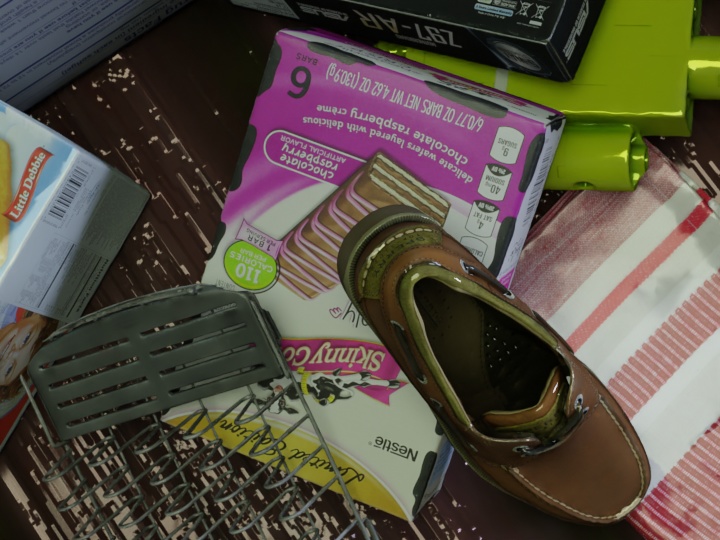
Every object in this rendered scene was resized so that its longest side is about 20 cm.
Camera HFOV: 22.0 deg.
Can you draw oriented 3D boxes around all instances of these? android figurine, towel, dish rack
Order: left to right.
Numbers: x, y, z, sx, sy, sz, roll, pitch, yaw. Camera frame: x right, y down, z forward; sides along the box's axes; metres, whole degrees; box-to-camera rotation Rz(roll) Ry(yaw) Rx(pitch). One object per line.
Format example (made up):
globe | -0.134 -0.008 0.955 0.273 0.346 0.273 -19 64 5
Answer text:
dish rack | -0.076 0.109 0.863 0.153 0.055 0.200 -19 102 25
android figurine | 0.103 -0.127 0.904 0.200 0.041 0.182 1 76 18
towel | 0.154 0.047 0.892 0.200 0.023 0.144 43 92 12

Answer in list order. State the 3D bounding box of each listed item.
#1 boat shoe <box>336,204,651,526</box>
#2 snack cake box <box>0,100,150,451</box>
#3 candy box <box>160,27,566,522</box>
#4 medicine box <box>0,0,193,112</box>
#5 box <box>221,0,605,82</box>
boat shoe | 0.066 0.057 0.815 0.072 0.068 0.200 -47 117 1
snack cake box | -0.194 0.021 0.909 0.067 0.115 0.200 30 88 13
candy box | 0.000 0.000 0.878 0.136 0.061 0.200 20 104 12
medicine box | -0.191 -0.152 0.887 0.182 0.200 0.103 -32 79 4
box | 0.035 -0.189 0.896 0.200 0.044 0.160 16 76 27
